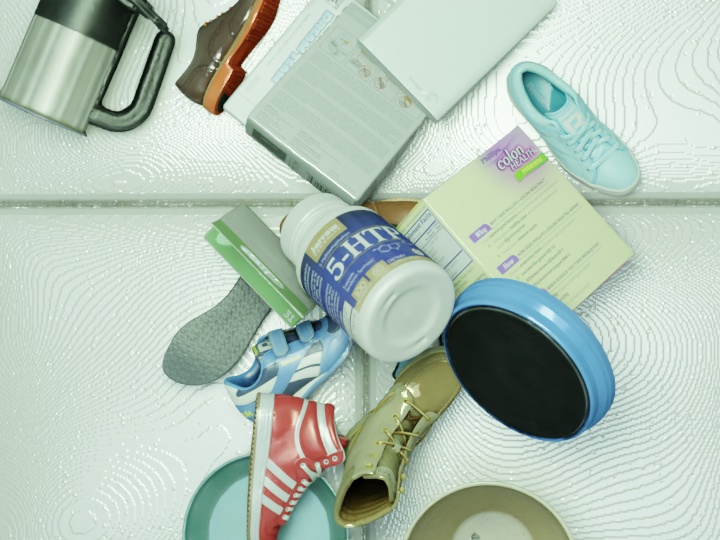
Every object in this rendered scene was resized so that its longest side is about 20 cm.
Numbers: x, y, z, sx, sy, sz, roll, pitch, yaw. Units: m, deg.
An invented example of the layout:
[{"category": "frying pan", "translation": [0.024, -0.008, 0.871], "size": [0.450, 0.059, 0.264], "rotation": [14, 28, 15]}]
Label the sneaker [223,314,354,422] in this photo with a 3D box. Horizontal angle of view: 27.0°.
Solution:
[{"category": "sneaker", "translation": [-0.075, 0.098, 1.742], "size": [0.082, 0.074, 0.200], "rotation": [43, 95, -15]}]

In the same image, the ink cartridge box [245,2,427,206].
[{"category": "ink cartridge box", "translation": [-0.011, -0.189, 1.744], "size": [0.162, 0.057, 0.200], "rotation": [37, 66, 5]}]

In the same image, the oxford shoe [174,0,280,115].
[{"category": "oxford shoe", "translation": [-0.154, -0.288, 1.776], "size": [0.072, 0.071, 0.201], "rotation": [29, 93, 12]}]

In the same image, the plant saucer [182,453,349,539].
[{"category": "plant saucer", "translation": [-0.110, 0.314, 1.773], "size": [0.199, 0.036, 0.201], "rotation": [0, 89, 7]}]

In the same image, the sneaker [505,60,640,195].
[{"category": "sneaker", "translation": [0.240, -0.161, 1.717], "size": [0.200, 0.082, 0.074], "rotation": [42, 95, 6]}]

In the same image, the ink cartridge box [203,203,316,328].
[{"category": "ink cartridge box", "translation": [-0.111, -0.001, 1.669], "size": [0.048, 0.200, 0.146], "rotation": [-44, 92, 12]}]

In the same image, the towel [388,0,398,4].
[{"category": "towel", "translation": [0.102, -0.388, 1.769], "size": [0.147, 0.024, 0.200], "rotation": [38, 93, 5]}]

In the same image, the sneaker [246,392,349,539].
[{"category": "sneaker", "translation": [-0.072, 0.241, 1.717], "size": [0.112, 0.071, 0.201], "rotation": [4, 102, -5]}]

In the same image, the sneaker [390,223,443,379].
[{"category": "sneaker", "translation": [0.041, 0.044, 1.726], "size": [0.090, 0.078, 0.201], "rotation": [-13, 104, 17]}]

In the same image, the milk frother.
[{"category": "milk frother", "translation": [-0.316, -0.254, 1.730], "size": [0.180, 0.200, 0.189], "rotation": [23, 92, 3]}]

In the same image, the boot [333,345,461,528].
[{"category": "boot", "translation": [0.044, 0.186, 1.672], "size": [0.073, 0.156, 0.200], "rotation": [40, 114, -11]}]

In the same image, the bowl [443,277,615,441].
[{"category": "bowl", "translation": [0.174, 0.100, 1.595], "size": [0.200, 0.201, 0.039], "rotation": [41, 56, 6]}]

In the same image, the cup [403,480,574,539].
[{"category": "cup", "translation": [0.147, 0.329, 1.687], "size": [0.199, 0.143, 0.201], "rotation": [0, 89, 7]}]

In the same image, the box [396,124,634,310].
[{"category": "box", "translation": [0.169, -0.027, 1.673], "size": [0.200, 0.097, 0.176], "rotation": [49, 56, 4]}]

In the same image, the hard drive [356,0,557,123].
[{"category": "hard drive", "translation": [0.112, -0.286, 1.730], "size": [0.200, 0.026, 0.132], "rotation": [-44, 88, -7]}]

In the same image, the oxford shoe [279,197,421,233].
[{"category": "oxford shoe", "translation": [0.002, -0.048, 1.751], "size": [0.199, 0.071, 0.072], "rotation": [-6, 86, 5]}]

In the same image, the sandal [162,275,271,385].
[{"category": "sandal", "translation": [-0.152, 0.061, 1.786], "size": [0.076, 0.043, 0.200], "rotation": [45, 84, -1]}]

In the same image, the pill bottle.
[{"category": "pill bottle", "translation": [0.000, 0.000, 1.621], "size": [0.120, 0.120, 0.200], "rotation": [-52, 46, 3]}]

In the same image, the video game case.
[{"category": "video game case", "translation": [-0.032, -0.212, 1.774], "size": [0.182, 0.024, 0.200], "rotation": [40, 89, 6]}]
